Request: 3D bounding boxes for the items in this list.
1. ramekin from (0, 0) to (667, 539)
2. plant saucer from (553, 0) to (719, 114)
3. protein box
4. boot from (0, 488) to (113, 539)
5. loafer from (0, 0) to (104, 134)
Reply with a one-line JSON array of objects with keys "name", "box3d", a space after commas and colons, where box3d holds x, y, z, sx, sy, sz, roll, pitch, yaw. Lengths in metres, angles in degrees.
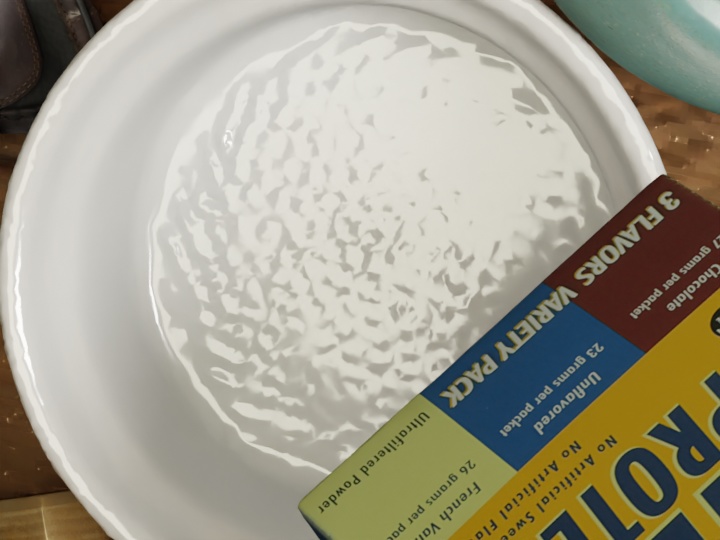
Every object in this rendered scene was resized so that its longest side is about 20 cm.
[{"name": "ramekin", "box3d": [0.000, 0.000, 0.774, 0.200, 0.098, 0.201, 1, 96, 10]}, {"name": "plant saucer", "box3d": [0.133, -0.118, 0.657, 0.200, 0.036, 0.200, -1, 119, -1]}, {"name": "protein box", "box3d": [0.124, 0.119, 0.653, 0.135, 0.199, 0.200, -42, 129, -9]}, {"name": "boot", "box3d": [-0.144, 0.147, 0.780, 0.071, 0.201, 0.144, -13, 84, 50]}, {"name": "loafer", "box3d": [-0.123, -0.140, 0.801, 0.063, 0.072, 0.200, -14, 101, -9]}]
